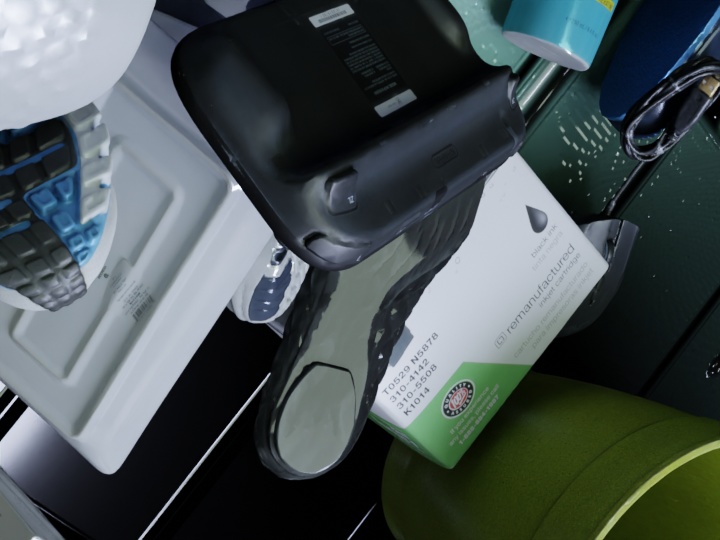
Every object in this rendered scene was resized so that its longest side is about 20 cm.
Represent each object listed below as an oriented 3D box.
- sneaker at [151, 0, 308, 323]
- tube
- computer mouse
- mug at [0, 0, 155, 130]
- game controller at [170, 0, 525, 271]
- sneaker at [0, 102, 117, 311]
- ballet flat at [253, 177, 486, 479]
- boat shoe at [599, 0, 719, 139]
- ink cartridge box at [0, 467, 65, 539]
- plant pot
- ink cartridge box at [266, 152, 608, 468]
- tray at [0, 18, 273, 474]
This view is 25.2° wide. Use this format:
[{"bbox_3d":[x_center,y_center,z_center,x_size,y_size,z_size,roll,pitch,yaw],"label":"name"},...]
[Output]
[{"bbox_3d":[-0.087,-0.078,0.693,0.079,0.129,0.201,-34,122,-76],"label":"sneaker"},{"bbox_3d":[0.135,-0.208,0.849,0.077,0.050,0.201,22,90,-40],"label":"tube"},{"bbox_3d":[0.148,-0.032,0.894,0.058,0.034,0.201,4,131,-28],"label":"computer mouse"},{"bbox_3d":[-0.150,-0.138,0.515,0.174,0.148,0.201,10,114,-35],"label":"mug"},{"bbox_3d":[0.002,-0.069,0.643,0.042,0.104,0.200,-47,173,32],"label":"game controller"},{"bbox_3d":[-0.141,-0.035,0.625,0.075,0.200,0.087,-21,131,-17],"label":"sneaker"},{"bbox_3d":[0.000,0.000,0.736,0.066,0.057,0.201,28,85,-22],"label":"ballet flat"},{"bbox_3d":[0.215,-0.149,0.905,0.069,0.084,0.200,40,87,-29],"label":"boat shoe"},{"bbox_3d":[-0.164,0.133,0.675,0.083,0.200,0.147,-42,128,-13],"label":"ink cartridge box"},{"bbox_3d":[0.116,0.144,0.891,0.199,0.193,0.202,-15,118,-30],"label":"plant pot"},{"bbox_3d":[0.015,-0.016,0.816,0.146,0.084,0.200,-51,130,-7],"label":"ink cartridge box"},{"bbox_3d":[-0.108,-0.005,0.673,0.200,0.107,0.022,-55,173,33],"label":"tray"}]
